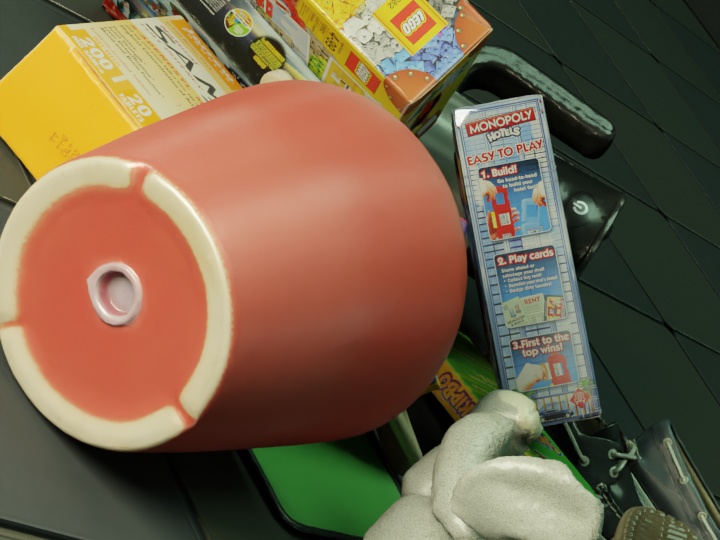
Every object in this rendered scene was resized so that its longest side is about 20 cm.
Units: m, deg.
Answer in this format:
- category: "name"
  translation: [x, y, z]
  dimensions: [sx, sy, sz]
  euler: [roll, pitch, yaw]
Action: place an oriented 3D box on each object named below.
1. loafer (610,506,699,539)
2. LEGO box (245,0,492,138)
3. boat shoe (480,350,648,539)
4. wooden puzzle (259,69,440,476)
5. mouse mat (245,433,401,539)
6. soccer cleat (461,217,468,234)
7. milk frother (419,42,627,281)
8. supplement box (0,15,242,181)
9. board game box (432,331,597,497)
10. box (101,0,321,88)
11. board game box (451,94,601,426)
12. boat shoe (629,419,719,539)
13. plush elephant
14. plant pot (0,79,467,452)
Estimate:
- category: "loafer"
  translation: [0.164, 0.222, 1.430]
  dimensions: [0.076, 0.068, 0.200]
  euler: [25, 30, 12]
- category: "LEGO box"
  translation: [-0.009, -0.153, 1.501]
  dimensions: [0.149, 0.077, 0.200]
  euler: [46, -15, 4]
- category: "boat shoe"
  translation: [0.158, 0.124, 1.633]
  dimensions: [0.200, 0.060, 0.074]
  euler: [53, 18, 15]
- category: "wooden puzzle"
  translation: [0.000, 0.000, 1.376]
  dimensions: [0.200, 0.046, 0.185]
  euler: [72, -2, -55]
- category: "mouse mat"
  translation: [-0.041, 0.081, 1.346]
  dimensions: [0.161, 0.008, 0.200]
  euler: [22, 30, -55]
- category: "soccer cleat"
  translation: [0.021, -0.027, 1.542]
  dimensions: [0.068, 0.073, 0.200]
  euler: [23, 9, -22]
- category: "milk frother"
  translation: [0.082, -0.045, 1.724]
  dimensions: [0.188, 0.200, 0.181]
  euler: [33, 42, 3]
- category: "supplement box"
  translation: [-0.126, -0.082, 1.376]
  dimensions: [0.126, 0.074, 0.200]
  euler: [50, 17, 4]
- category: "board game box"
  translation: [0.079, 0.085, 1.529]
  dimensions: [0.096, 0.030, 0.200]
  euler: [34, 9, -38]
- category: "box"
  translation: [-0.083, -0.131, 1.529]
  dimensions: [0.200, 0.040, 0.137]
  euler: [47, -16, -2]
- category: "board game box"
  translation: [0.102, -0.020, 1.505]
  dimensions: [0.200, 0.062, 0.200]
  euler: [-94, 174, -78]
- category: "boat shoe"
  translation: [0.267, 0.202, 1.722]
  dimensions: [0.200, 0.062, 0.075]
  euler: [54, 13, 13]
- category: "plush elephant"
  translation: [0.081, 0.163, 1.190]
  dimensions: [0.155, 0.165, 0.200]
  euler: [12, 13, 35]
- category: "plant pot"
  translation: [-0.074, 0.005, 1.154]
  dimensions: [0.200, 0.200, 0.177]
  euler: [53, 28, 14]
